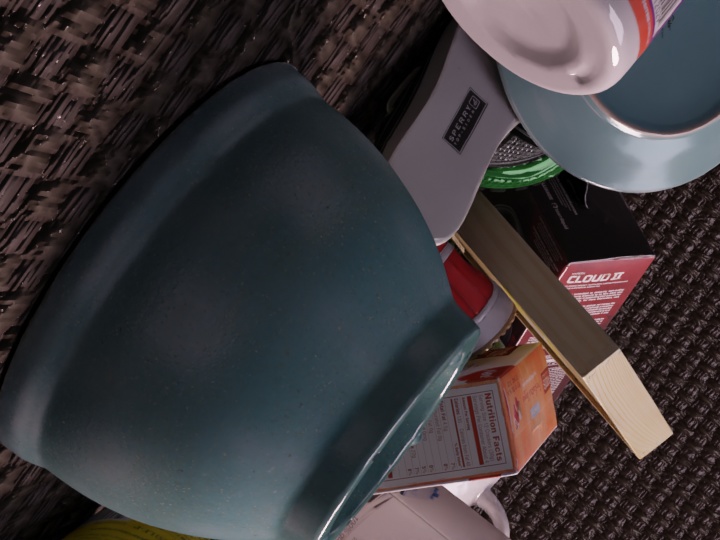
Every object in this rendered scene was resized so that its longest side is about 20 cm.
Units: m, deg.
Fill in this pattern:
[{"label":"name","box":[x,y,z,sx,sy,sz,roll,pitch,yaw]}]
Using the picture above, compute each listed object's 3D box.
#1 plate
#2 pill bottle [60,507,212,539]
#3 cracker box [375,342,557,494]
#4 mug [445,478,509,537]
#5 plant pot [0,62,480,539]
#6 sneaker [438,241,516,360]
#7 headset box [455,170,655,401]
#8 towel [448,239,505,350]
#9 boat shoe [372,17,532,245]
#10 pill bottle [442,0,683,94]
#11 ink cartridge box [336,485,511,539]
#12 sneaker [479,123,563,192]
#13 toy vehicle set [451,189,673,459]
[{"label":"plate","box":[0.162,-0.141,0.904,0.200,0.200,0.026,-52,-154,-10]},{"label":"pill bottle","box":[-0.140,0.196,0.827,0.112,0.111,0.200,-58,169,25]},{"label":"cracker box","box":[0.005,0.092,0.973,0.199,0.058,0.134,-10,-177,16]},{"label":"mug","box":[0.030,0.178,1.333,0.175,0.200,0.148,-44,168,-6]},{"label":"plant pot","box":[-0.035,0.034,0.697,0.201,0.134,0.200,-51,170,-13]},{"label":"sneaker","box":[0.000,0.000,0.995,0.071,0.113,0.200,-50,-160,-24]},{"label":"headset box","box":[0.114,-0.014,1.171,0.077,0.149,0.200,-5,144,-27]},{"label":"towel","box":[0.050,0.048,1.189,0.023,0.144,0.200,-11,148,-19]},{"label":"boat shoe","box":[0.047,-0.086,0.904,0.064,0.071,0.200,-21,-152,53]},{"label":"pill bottle","box":[0.129,-0.188,0.776,0.200,0.111,0.112,-51,170,-19]},{"label":"ink cartridge box","box":[-0.020,0.186,1.104,0.147,0.200,0.086,-56,170,15]},{"label":"sneaker","box":[0.122,-0.111,0.973,0.199,0.078,0.085,-19,153,-7]},{"label":"toy vehicle set","box":[0.104,0.015,1.003,0.026,0.200,0.124,-39,144,1]}]
